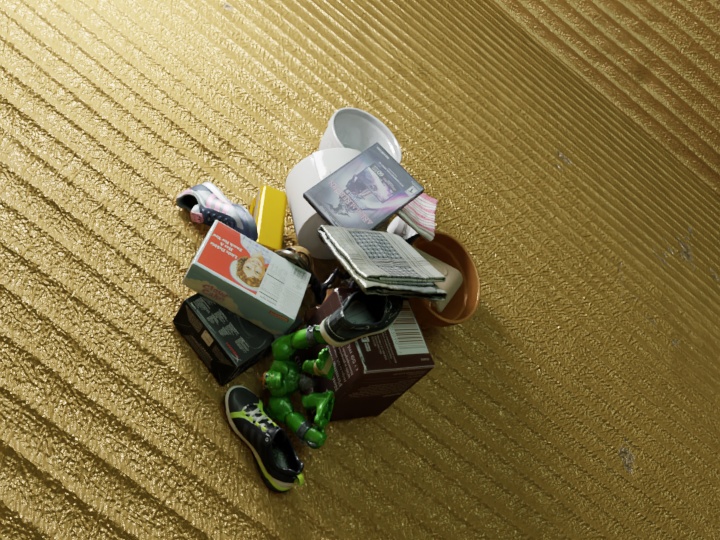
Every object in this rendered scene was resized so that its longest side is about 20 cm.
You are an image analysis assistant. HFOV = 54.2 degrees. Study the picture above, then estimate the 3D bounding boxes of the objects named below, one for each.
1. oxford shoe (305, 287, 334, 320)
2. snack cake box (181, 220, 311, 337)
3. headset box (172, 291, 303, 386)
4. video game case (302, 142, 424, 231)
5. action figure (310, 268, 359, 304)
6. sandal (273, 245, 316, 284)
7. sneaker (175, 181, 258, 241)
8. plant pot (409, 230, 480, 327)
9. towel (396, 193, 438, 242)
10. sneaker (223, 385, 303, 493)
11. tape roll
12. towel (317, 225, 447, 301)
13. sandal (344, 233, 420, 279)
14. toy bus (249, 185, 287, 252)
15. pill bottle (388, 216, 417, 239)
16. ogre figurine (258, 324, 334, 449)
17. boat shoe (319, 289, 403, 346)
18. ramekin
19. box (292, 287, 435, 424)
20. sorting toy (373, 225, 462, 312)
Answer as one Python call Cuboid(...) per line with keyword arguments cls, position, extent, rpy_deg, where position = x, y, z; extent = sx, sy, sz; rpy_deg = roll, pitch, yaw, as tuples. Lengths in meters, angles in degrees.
Cuboid(cls="oxford shoe", position=(-0.036, 0.058, 1.433), extent=(0.071, 0.072, 0.199), rpy_deg=(45, 43, 9))
Cuboid(cls="snack cake box", position=(-0.195, 0.015, 1.228), extent=(0.198, 0.067, 0.116), rpy_deg=(31, 45, -12))
Cuboid(cls="headset box", position=(-0.210, 0.088, 1.264), extent=(0.149, 0.077, 0.199), rpy_deg=(49, 41, 7))
Cuboid(cls="video game case", position=(0.007, -0.151, 1.367), extent=(0.199, 0.019, 0.143), rpy_deg=(-37, 72, -23))
Cuboid(cls="action figure", position=(0.000, 0.000, 1.388), extent=(0.118, 0.103, 0.199), rpy_deg=(36, 51, 20))
Cuboid(cls="sandal", position=(-0.117, -0.016, 1.350), extent=(0.080, 0.200, 0.055), rpy_deg=(20, 82, 13))
Cuboid(cls="sneaker", position=(-0.276, -0.100, 1.346), extent=(0.081, 0.071, 0.199), rpy_deg=(-25, 44, -37))
Cuboid(cls="plant pot", position=(0.142, 0.033, 1.514), extent=(0.197, 0.139, 0.204), rpy_deg=(15, 64, -32))
Cuboid(cls="towel", position=(0.102, -0.147, 1.478), extent=(0.146, 0.030, 0.201), rpy_deg=(38, 24, -10))
Cuboid(cls="sneaker", position=(-0.150, 0.266, 1.158), extent=(0.071, 0.083, 0.201), rpy_deg=(-21, 71, -46))
Cuboid(cls="tape roll", position=(-0.050, -0.138, 1.483), extent=(0.200, 0.203, 0.141), rpy_deg=(7, 51, -33))
Cuboid(cls="towel", position=(0.042, -0.019, 1.229), extent=(0.190, 0.035, 0.200), rpy_deg=(7, 31, -37))
Cuboid(cls="sandal", position=(0.043, -0.034, 1.529), extent=(0.198, 0.076, 0.048), rpy_deg=(-27, 75, -19))
Cuboid(cls="toy bus", position=(-0.192, -0.068, 1.406), extent=(0.064, 0.078, 0.203), rpy_deg=(21, 46, -22))
Cuboid(cls="pill bottle", position=(0.150, -0.042, 1.632), extent=(0.198, 0.104, 0.105), rpy_deg=(31, 42, -13))
Cuboid(cls="ogre figurine", position=(-0.104, 0.191, 1.196), extent=(0.098, 0.118, 0.204), rpy_deg=(-34, 124, -58))
Cuboid(cls="boat shoe", position=(0.017, 0.061, 1.168), extent=(0.198, 0.066, 0.075), rpy_deg=(-17, 66, -45))
Cuboid(cls="ramekin", position=(-0.009, -0.285, 1.709), extent=(0.197, 0.105, 0.203), rpy_deg=(22, 45, -23))
Cuboid(cls="box", position=(-0.003, 0.154, 1.278), extent=(0.162, 0.200, 0.168), rpy_deg=(1, 55, -37))
Cuboid(cls="sorting toy", position=(0.090, -0.003, 1.338), extent=(0.198, 0.037, 0.185), rpy_deg=(33, 26, 9))
